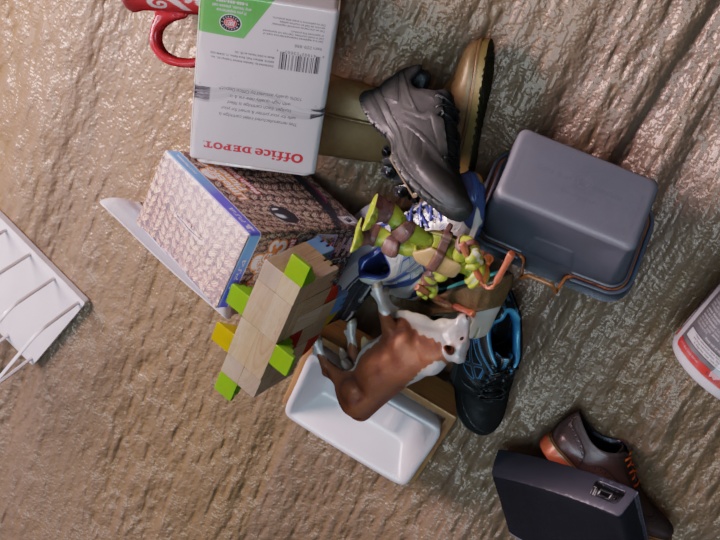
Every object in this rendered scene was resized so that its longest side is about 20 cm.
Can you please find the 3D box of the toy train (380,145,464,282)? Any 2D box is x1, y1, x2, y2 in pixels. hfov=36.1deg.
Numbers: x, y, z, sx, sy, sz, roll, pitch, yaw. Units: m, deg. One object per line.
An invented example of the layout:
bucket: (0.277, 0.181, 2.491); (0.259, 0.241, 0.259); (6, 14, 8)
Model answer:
toy train: (0.085, -0.066, 1.286); (0.045, 0.034, 0.201); (-18, 121, 32)

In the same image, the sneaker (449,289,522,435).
sneaker: (0.153, 0.115, 1.326); (0.072, 0.082, 0.204); (-4, 113, -12)

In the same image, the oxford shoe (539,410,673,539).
oxford shoe: (0.314, 0.255, 1.347); (0.199, 0.071, 0.073); (41, 110, -1)

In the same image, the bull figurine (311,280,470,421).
bull figurine: (0.033, 0.087, 1.232); (0.200, 0.065, 0.123); (-41, 72, 31)

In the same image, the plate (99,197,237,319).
plate: (-0.219, -0.021, 1.346); (0.200, 0.200, 0.032); (43, 89, -2)

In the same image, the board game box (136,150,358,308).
board game box: (-0.123, -0.052, 1.265); (0.159, 0.198, 0.098); (43, 118, 27)

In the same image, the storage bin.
storage bin: (0.220, -0.059, 1.192); (0.197, 0.135, 0.147); (23, 77, 9)

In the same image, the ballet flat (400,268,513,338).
ballet flat: (0.114, 0.045, 1.283); (0.199, 0.067, 0.074); (-13, 88, 55)

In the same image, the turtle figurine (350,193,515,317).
turtle figurine: (0.077, -0.023, 1.148); (0.159, 0.200, 0.065); (25, 73, -7)

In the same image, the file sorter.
file sorter: (-0.497, 0.035, 1.474); (0.200, 0.125, 0.139); (45, 115, -3)

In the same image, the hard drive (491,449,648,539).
hard drive: (0.251, 0.296, 1.337); (0.198, 0.042, 0.137); (10, 129, 43)

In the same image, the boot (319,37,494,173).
boot: (0.044, -0.195, 1.265); (0.197, 0.066, 0.178); (15, 112, 12)

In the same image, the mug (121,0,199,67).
mug: (-0.159, -0.330, 1.253); (0.196, 0.134, 0.180); (9, 132, 8)

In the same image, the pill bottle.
pill bottle: (0.443, 0.041, 1.204); (0.115, 0.116, 0.201); (34, 115, 2)

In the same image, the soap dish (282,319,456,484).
soap dish: (0.013, 0.161, 1.372); (0.198, 0.082, 0.158); (31, 137, 4)

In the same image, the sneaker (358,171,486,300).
sneaker: (0.065, -0.036, 1.227); (0.087, 0.076, 0.201); (11, 136, -24)

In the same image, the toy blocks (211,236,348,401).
toy blocks: (-0.072, 0.044, 1.211); (0.099, 0.136, 0.202); (36, 122, 18)

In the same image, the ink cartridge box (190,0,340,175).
ink cartridge box: (-0.105, -0.215, 1.193); (0.143, 0.085, 0.202); (8, 128, -6)

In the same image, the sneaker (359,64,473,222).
sneaker: (0.072, -0.141, 1.167); (0.090, 0.076, 0.202); (-36, 61, 13)

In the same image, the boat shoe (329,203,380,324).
boat shoe: (0.000, 0.000, 1.349); (0.067, 0.072, 0.201); (19, 120, -31)
